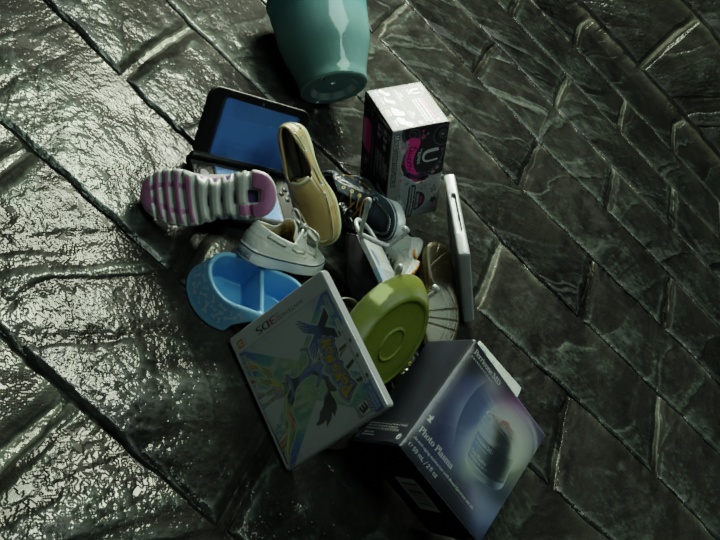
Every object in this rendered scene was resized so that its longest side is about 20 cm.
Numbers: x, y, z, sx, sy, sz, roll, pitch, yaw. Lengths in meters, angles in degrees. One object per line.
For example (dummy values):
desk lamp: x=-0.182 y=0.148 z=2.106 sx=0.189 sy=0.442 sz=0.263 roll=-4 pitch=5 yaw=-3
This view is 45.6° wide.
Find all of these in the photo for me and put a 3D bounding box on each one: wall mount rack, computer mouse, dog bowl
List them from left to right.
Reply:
dog bowl: x=-0.155 y=0.040 z=1.245 sx=0.198 sy=0.049 sz=0.113 roll=23 pitch=45 yaw=-31
computer mouse: x=0.000 y=0.000 z=1.396 sx=0.139 sy=0.052 sz=0.202 roll=59 pitch=8 yaw=-53
wall mount rack: x=0.046 y=-0.021 z=1.313 sx=0.173 sy=0.074 sz=0.202 roll=22 pitch=38 yaw=-61

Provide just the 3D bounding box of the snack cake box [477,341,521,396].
snack cake box: x=0.186 y=0.225 z=1.425 sx=0.115 sy=0.067 sz=0.200 roll=48 pitch=37 yaw=-5

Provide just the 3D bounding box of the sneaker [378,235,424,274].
sneaker: x=0.052 y=-0.017 z=1.484 sx=0.091 sy=0.077 sz=0.200 roll=27 pitch=21 yaw=-3

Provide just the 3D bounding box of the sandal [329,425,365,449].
sandal: x=-0.012 y=0.205 z=1.237 sx=0.054 sy=0.083 sz=0.199 roll=32 pitch=18 yaw=29

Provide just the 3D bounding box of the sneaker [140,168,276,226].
sneaker: x=-0.219 y=-0.107 z=1.252 sx=0.195 sy=0.082 sz=0.088 roll=0 pitch=6 yaw=-4

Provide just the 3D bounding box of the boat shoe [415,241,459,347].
boat shoe: x=0.128 y=0.054 z=1.510 sx=0.070 sy=0.066 sz=0.205 roll=8 pitch=68 yaw=-21

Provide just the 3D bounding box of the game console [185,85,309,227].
game console: x=-0.163 y=-0.169 z=1.358 sx=0.197 sy=0.116 sz=0.179 roll=8 pitch=53 yaw=-41

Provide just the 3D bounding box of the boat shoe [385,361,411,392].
boat shoe: x=0.070 y=0.181 z=1.348 sx=0.071 sy=0.060 sz=0.204 roll=1 pitch=59 yaw=-44

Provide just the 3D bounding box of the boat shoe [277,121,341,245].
boat shoe: x=-0.089 y=-0.133 z=1.346 sx=0.076 sy=0.071 sz=0.203 roll=-43 pitch=109 yaw=-80

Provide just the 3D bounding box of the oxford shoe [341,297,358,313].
oxford shoe: x=-0.039 y=0.114 z=1.297 sx=0.075 sy=0.058 sz=0.202 roll=36 pitch=41 yaw=-20

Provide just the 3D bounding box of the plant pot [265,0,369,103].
plant pot: x=-0.068 y=-0.430 z=1.630 sx=0.198 sy=0.198 sz=0.192 roll=-1 pitch=74 yaw=-45

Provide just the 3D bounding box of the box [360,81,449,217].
box: x=0.077 y=-0.209 z=1.526 sx=0.113 sy=0.202 sz=0.133 roll=-14 pitch=47 yaw=-17

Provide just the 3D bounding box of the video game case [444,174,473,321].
video game case: x=0.179 y=-0.039 z=1.558 sx=0.202 sy=0.022 sz=0.185 roll=76 pitch=7 yaw=-52

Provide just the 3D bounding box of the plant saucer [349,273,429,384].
plant saucer: x=0.037 y=0.100 z=1.242 sx=0.031 sy=0.203 sz=0.198 roll=35 pitch=27 yaw=32

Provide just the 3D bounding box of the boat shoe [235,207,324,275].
boat shoe: x=-0.107 y=-0.050 z=1.306 sx=0.074 sy=0.087 sz=0.201 roll=35 pitch=13 yaw=31

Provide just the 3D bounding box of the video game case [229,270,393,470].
video game case: x=-0.071 y=0.134 z=1.144 sx=0.022 sy=0.181 sz=0.202 roll=4 pitch=54 yaw=-61

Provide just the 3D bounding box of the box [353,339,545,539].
box: x=0.132 y=0.239 z=1.227 sx=0.201 sy=0.122 sz=0.199 roll=51 pitch=60 yaw=-18

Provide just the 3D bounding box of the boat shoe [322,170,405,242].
boat shoe: x=-0.002 y=-0.110 z=1.477 sx=0.089 sy=0.072 sz=0.200 roll=9 pitch=23 yaw=-32
